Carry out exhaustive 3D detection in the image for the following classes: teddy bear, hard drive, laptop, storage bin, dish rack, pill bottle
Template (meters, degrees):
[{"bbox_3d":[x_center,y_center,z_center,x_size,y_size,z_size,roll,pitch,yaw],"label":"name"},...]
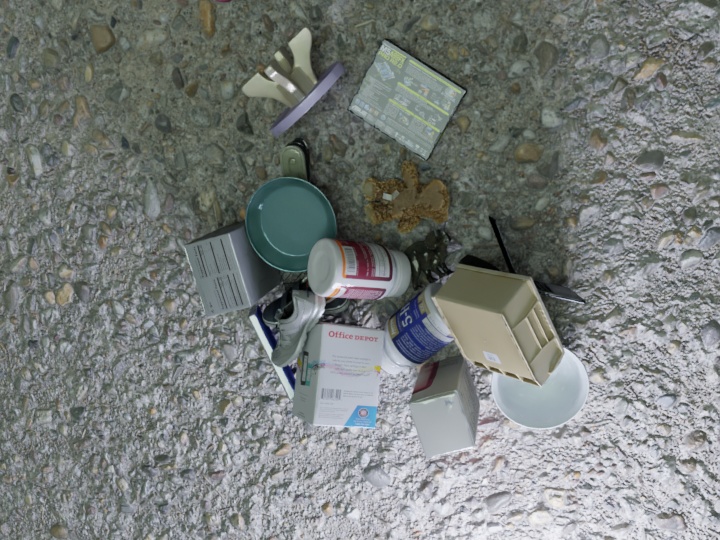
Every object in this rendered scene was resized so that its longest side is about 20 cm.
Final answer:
[{"bbox_3d":[0.094,-0.148,1.590,0.196,0.067,0.148,-19,90,24],"label":"teddy bear"},{"bbox_3d":[-0.194,0.180,1.705,0.025,0.132,0.204,-26,97,-4],"label":"hard drive"},{"bbox_3d":[0.338,-0.025,1.490,0.195,0.187,0.119,13,98,5],"label":"laptop"},{"bbox_3d":[0.262,0.105,1.456,0.198,0.094,0.201,12,140,54],"label":"storage bin"},{"bbox_3d":[-0.120,-0.010,1.664,0.149,0.055,0.205,-4,113,15],"label":"dish rack"},{"bbox_3d":[0.119,0.129,1.613,0.120,0.120,0.200,47,120,-2],"label":"pill bottle"},{"bbox_3d":[0.000,0.000,1.557,0.113,0.196,0.118,-10,78,53],"label":"pill bottle"}]

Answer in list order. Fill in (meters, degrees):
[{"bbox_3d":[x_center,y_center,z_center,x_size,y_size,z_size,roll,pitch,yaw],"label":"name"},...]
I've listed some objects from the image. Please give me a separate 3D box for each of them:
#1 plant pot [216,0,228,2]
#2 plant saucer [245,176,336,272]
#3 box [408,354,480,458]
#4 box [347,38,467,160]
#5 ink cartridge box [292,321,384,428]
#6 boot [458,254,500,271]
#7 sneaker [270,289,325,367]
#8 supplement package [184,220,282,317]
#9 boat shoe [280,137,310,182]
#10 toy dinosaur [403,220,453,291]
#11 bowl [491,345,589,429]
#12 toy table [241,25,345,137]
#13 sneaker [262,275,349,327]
[{"bbox_3d":[-0.254,-0.634,1.485,0.201,0.200,0.178,49,125,-3],"label":"plant pot"},{"bbox_3d":[-0.140,-0.097,1.580,0.194,0.036,0.205,4,111,9],"label":"plant saucer"},{"bbox_3d":[0.179,0.282,1.600,0.107,0.200,0.131,-16,100,16],"label":"box"},{"bbox_3d":[0.093,-0.344,1.542,0.197,0.044,0.162,32,109,4],"label":"box"},{"bbox_3d":[-0.048,0.216,1.614,0.143,0.145,0.206,8,86,-22],"label":"ink cartridge box"},{"bbox_3d":[0.265,0.078,1.601,0.200,0.077,0.140,43,133,18],"label":"boot"},{"bbox_3d":[-0.146,0.113,1.581,0.080,0.075,0.202,20,118,-20],"label":"sneaker"},{"bbox_3d":[-0.267,-0.013,1.634,0.108,0.200,0.160,-14,100,16],"label":"supplement package"},{"bbox_3d":[-0.135,-0.181,1.633,0.070,0.068,0.204,5,121,5],"label":"boat shoe"},{"bbox_3d":[0.134,-0.023,1.609,0.198,0.076,0.104,-28,85,41],"label":"toy dinosaur"},{"bbox_3d":[0.370,0.219,1.590,0.195,0.091,0.206,3,111,8],"label":"bowl"},{"bbox_3d":[-0.139,-0.379,1.530,0.199,0.184,0.117,-42,109,8],"label":"toy table"},{"bbox_3d":[-0.126,0.058,1.628,0.195,0.079,0.080,-15,131,10],"label":"sneaker"}]
